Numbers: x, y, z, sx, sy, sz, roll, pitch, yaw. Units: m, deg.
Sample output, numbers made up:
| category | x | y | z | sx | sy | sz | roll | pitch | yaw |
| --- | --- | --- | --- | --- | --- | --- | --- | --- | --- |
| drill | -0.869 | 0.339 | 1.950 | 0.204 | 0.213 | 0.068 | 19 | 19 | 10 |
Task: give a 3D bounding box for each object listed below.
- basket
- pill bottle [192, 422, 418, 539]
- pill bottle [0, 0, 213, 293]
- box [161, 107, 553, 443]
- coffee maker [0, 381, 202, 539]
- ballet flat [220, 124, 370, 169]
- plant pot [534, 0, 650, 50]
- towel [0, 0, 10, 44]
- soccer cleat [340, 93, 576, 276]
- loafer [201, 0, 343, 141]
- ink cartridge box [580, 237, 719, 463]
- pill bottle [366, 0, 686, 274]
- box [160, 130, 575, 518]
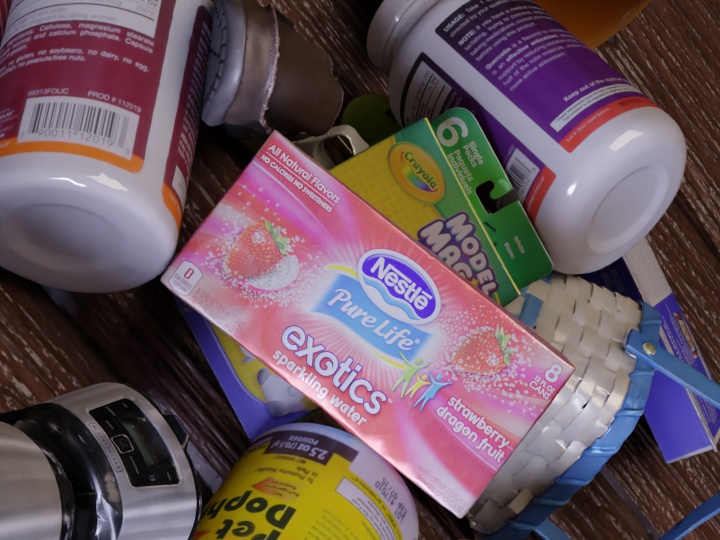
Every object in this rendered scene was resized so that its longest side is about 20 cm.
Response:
| category | x | y | z | sx | sy | sz | roll | pitch | yaw |
| --- | --- | --- | --- | --- | --- | --- | --- | --- | --- |
| basket | 0.134 | 0.095 | 1.239 | 0.200 | 0.176 | 0.139 | 39 | 38 | -8 |
| pill bottle | -0.054 | 0.177 | 1.051 | 0.109 | 0.109 | 0.200 | 50 | 42 | -13 |
| pill bottle | -0.138 | -0.100 | 1.092 | 0.114 | 0.114 | 0.201 | 29 | 53 | -31 |
| box | 0.000 | 0.000 | 1.154 | 0.118 | 0.199 | 0.048 | 61 | -3 | 0 |
| coffee maker | -0.195 | 0.124 | 0.913 | 0.200 | 0.191 | 0.136 | 6 | 70 | -63 |
| ballet flat | -0.035 | -0.088 | 1.252 | 0.200 | 0.063 | 0.069 | 51 | 41 | -12 |
| plant pot | 0.091 | -0.259 | 1.398 | 0.199 | 0.200 | 0.184 | 5 | 49 | -44 |
| towel | -0.224 | -0.179 | 1.144 | 0.143 | 0.023 | 0.202 | 11 | 63 | -44 |
| soccer cleat | 0.060 | -0.044 | 1.343 | 0.200 | 0.065 | 0.084 | 40 | 15 | -17 |
| loafer | -0.043 | -0.109 | 1.118 | 0.200 | 0.070 | 0.074 | -9 | 106 | -88 |
| ink cartridge box | 0.183 | 0.027 | 1.365 | 0.199 | 0.043 | 0.200 | 65 | 11 | 3 |
| pill bottle | 0.094 | -0.097 | 1.234 | 0.112 | 0.113 | 0.200 | -5 | 42 | -47 |
| box | 0.004 | 0.027 | 1.083 | 0.200 | 0.103 | 0.095 | 39 | 0 | 0 |
